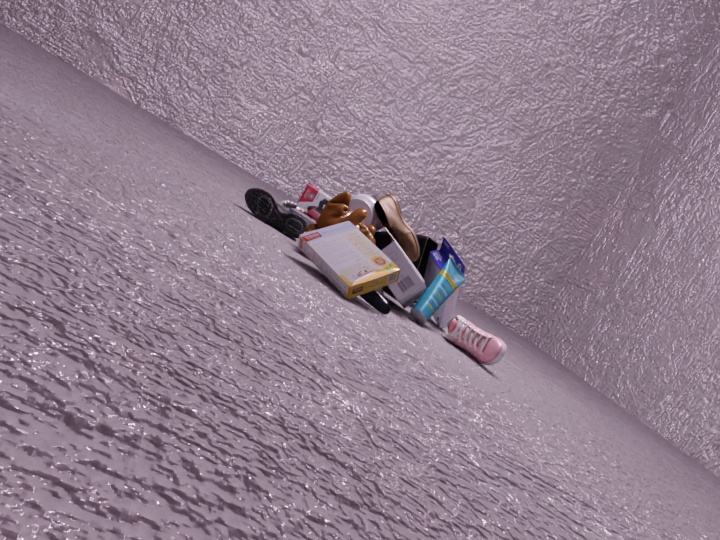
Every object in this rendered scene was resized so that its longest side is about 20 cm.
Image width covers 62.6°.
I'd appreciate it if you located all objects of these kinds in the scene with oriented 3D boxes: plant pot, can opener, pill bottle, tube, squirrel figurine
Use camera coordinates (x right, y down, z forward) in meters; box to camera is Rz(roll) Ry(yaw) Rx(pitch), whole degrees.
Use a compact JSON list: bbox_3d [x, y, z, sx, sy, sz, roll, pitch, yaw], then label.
[{"bbox_3d":[0.116,-0.024,1.828,0.175,0.202,0.200,19,2,18],"label":"plant pot"},{"bbox_3d":[-0.008,0.025,1.318,0.200,0.079,0.063,44,2,24],"label":"can opener"},{"bbox_3d":[0.013,-0.163,1.710,0.115,0.117,0.200,32,16,8],"label":"pill bottle"},{"bbox_3d":[0.205,0.056,1.555,0.050,0.200,0.078,-8,-58,53],"label":"tube"},{"bbox_3d":[-0.053,-0.074,1.495,0.187,0.198,0.143,-119,-173,-49],"label":"squirrel figurine"}]

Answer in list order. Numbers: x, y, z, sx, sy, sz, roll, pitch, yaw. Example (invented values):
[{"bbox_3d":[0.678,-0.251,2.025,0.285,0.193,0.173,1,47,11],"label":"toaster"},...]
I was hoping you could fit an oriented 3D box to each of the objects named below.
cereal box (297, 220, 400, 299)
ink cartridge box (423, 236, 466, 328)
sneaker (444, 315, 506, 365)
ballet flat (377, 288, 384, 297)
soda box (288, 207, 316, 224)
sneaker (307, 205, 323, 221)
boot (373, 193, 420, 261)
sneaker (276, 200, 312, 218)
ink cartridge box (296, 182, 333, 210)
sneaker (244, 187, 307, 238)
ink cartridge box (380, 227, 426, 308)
[{"bbox_3d":[-0.027,-0.028,1.298,0.142,0.040,0.200,-18,46,-33],"label":"cereal box"},{"bbox_3d":[0.236,0.031,1.727,0.040,0.203,0.200,3,28,-14],"label":"ink cartridge box"},{"bbox_3d":[0.280,0.174,1.500,0.104,0.076,0.200,34,-3,-20],"label":"sneaker"},{"bbox_3d":[0.000,0.000,1.554,0.199,0.070,0.069,36,7,35],"label":"ballet flat"},{"bbox_3d":[-0.137,-0.111,1.787,0.198,0.064,0.068,32,7,7],"label":"soda box"},{"bbox_3d":[-0.101,-0.120,1.853,0.200,0.087,0.074,41,13,5],"label":"sneaker"},{"bbox_3d":[0.096,-0.110,1.633,0.075,0.073,0.202,-26,89,-51],"label":"boot"},{"bbox_3d":[-0.203,-0.168,1.906,0.199,0.082,0.083,35,-15,-38],"label":"sneaker"},{"bbox_3d":[-0.148,-0.217,2.244,0.198,0.147,0.083,30,6,-11],"label":"ink cartridge box"},{"bbox_3d":[-0.239,-0.154,1.650,0.199,0.076,0.091,38,-5,-8],"label":"sneaker"},{"bbox_3d":[0.091,-0.003,1.547,0.177,0.083,0.200,56,2,13],"label":"ink cartridge box"}]
